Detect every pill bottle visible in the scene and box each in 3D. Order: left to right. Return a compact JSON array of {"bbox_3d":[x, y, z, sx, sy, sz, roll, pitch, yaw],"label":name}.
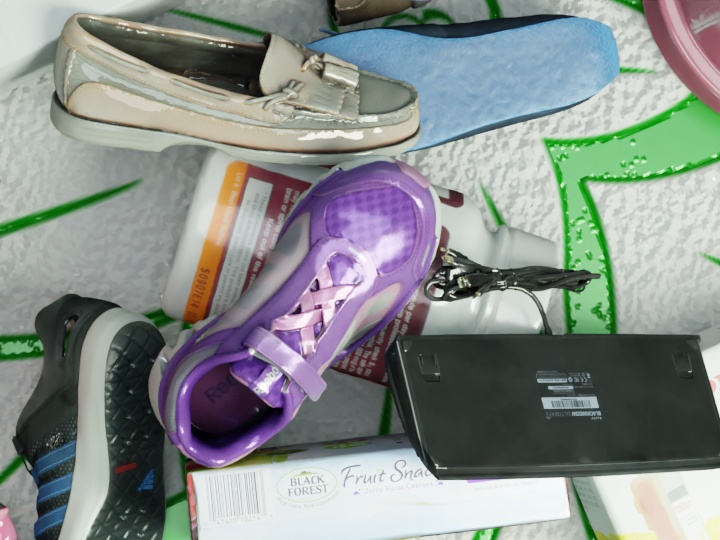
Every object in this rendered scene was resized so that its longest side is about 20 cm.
[{"bbox_3d":[0.000,0.000,1.384,0.199,0.114,0.115,18,87,-3],"label":"pill bottle"}]

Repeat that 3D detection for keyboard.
[{"bbox_3d":[0.099,0.049,1.313,0.199,0.021,0.128,2,64,-32],"label":"keyboard"}]

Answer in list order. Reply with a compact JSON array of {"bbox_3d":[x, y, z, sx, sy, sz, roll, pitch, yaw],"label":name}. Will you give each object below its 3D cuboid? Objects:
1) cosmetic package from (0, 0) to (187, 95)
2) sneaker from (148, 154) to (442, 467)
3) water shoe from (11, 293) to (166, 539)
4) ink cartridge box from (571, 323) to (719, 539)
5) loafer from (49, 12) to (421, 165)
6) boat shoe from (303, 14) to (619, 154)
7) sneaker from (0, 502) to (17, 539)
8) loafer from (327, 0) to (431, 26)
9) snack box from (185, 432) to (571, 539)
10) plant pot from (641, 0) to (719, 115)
[{"bbox_3d":[-0.194,-0.146,1.377,0.199,0.113,0.082,-28,91,-6],"label":"cosmetic package"},{"bbox_3d":[-0.033,0.030,1.290,0.080,0.089,0.200,41,105,-9],"label":"sneaker"},{"bbox_3d":[-0.153,0.112,1.401,0.079,0.071,0.202,22,107,39],"label":"water shoe"},{"bbox_3d":[0.209,0.140,1.410,0.144,0.083,0.201,-24,90,-5],"label":"ink cartridge box"},{"bbox_3d":[-0.063,-0.098,1.329,0.198,0.072,0.063,2,121,-6],"label":"loafer"},{"bbox_3d":[0.045,-0.099,1.415,0.198,0.069,0.085,-2,93,-5],"label":"boat shoe"},{"bbox_3d":[-0.209,0.201,1.342,0.095,0.079,0.201,-11,51,-5],"label":"sneaker"},{"bbox_3d":[-0.034,-0.223,1.407,0.071,0.073,0.201,-32,91,-5],"label":"loafer"},{"bbox_3d":[0.005,0.118,1.367,0.198,0.142,0.053,-6,90,-4],"label":"snack box"},{"bbox_3d":[0.263,-0.174,1.375,0.198,0.179,0.202,0,89,-4],"label":"plant pot"}]
